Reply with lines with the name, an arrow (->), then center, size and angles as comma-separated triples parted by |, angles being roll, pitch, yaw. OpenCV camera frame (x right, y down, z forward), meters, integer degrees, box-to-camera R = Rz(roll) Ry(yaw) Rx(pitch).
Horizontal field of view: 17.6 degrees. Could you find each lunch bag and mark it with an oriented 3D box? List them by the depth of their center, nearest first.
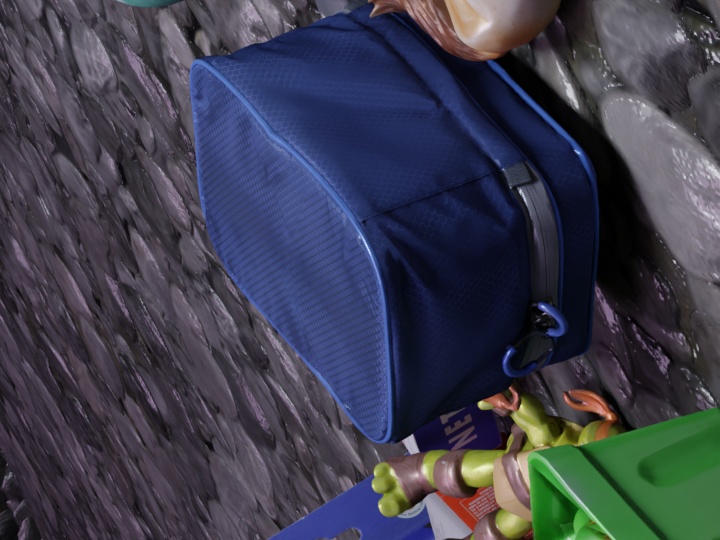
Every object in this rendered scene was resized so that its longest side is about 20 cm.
lunch bag -> 0.026, -0.028, 1.045 | 0.200, 0.132, 0.136 | 49, 153, 36

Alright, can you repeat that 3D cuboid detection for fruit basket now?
fruit basket -> 0.103, 0.176, 1.036 | 0.156, 0.215, 0.216 | 48, 160, 37

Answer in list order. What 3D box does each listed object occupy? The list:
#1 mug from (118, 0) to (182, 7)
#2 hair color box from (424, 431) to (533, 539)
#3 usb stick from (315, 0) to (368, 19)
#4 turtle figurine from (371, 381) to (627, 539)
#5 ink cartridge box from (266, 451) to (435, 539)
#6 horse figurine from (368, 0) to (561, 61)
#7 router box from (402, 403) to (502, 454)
mug -> -0.109, -0.201, 1.194 | 0.152, 0.114, 0.186 | 44, 156, 45
hair color box -> 0.115, 0.187, 1.264 | 0.200, 0.061, 0.102 | 45, 157, 47
usb stick -> 0.004, -0.109, 1.153 | 0.055, 0.033, 0.201 | 32, 148, 58
turtle figurine -> 0.081, 0.099, 1.174 | 0.161, 0.064, 0.200 | -26, 110, 44
ink cartridge box -> 0.022, 0.224, 1.362 | 0.200, 0.199, 0.041 | 55, 160, 12
horse figurine -> 0.047, -0.141, 0.942 | 0.133, 0.050, 0.200 | 60, 164, 20
router box -> 0.000, 0.000, 1.244 | 0.180, 0.049, 0.200 | 56, 173, 27
